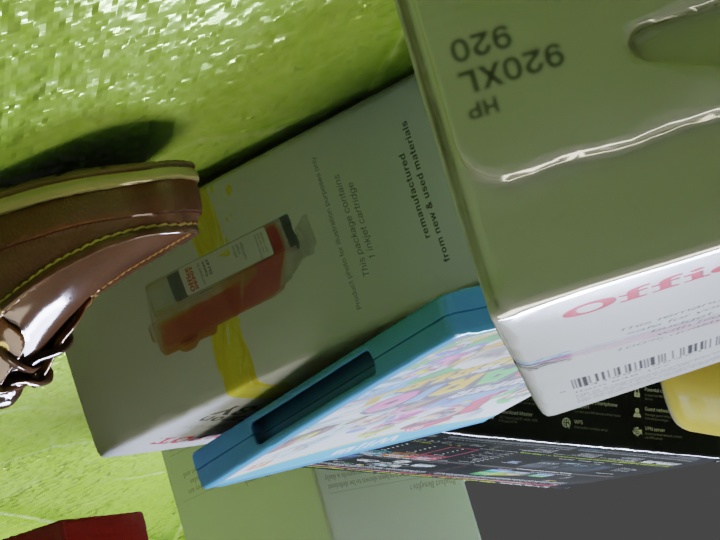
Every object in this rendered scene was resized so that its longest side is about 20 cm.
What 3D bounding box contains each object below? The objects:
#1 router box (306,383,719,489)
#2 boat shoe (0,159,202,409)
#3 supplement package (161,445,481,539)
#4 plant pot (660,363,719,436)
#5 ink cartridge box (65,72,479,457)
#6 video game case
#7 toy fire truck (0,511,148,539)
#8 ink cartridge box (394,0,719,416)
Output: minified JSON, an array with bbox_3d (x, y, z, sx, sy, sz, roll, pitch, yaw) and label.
[{"bbox_3d":[0.059,0.065,1.336,0.199,0.062,0.150,7,166,-29],"label":"router box"},{"bbox_3d":[-0.130,0.015,0.974,0.200,0.068,0.072,-24,167,33],"label":"boat shoe"},{"bbox_3d":[-0.013,0.154,1.486,0.117,0.201,0.117,-4,163,-47],"label":"supplement package"},{"bbox_3d":[0.225,0.001,1.155,0.188,0.202,0.201,-4,172,15],"label":"plant pot"},{"bbox_3d":[0.000,0.000,1.050,0.200,0.084,0.145,-25,167,35],"label":"ink cartridge box"},{"bbox_3d":[0.040,0.036,1.019,0.143,0.018,0.200,-12,168,-33],"label":"video game case"},{"bbox_3d":[-0.182,0.091,1.079,0.200,0.141,0.049,-25,166,35],"label":"toy fire truck"},{"bbox_3d":[0.090,-0.060,0.726,0.147,0.145,0.200,-18,169,3],"label":"ink cartridge box"}]
